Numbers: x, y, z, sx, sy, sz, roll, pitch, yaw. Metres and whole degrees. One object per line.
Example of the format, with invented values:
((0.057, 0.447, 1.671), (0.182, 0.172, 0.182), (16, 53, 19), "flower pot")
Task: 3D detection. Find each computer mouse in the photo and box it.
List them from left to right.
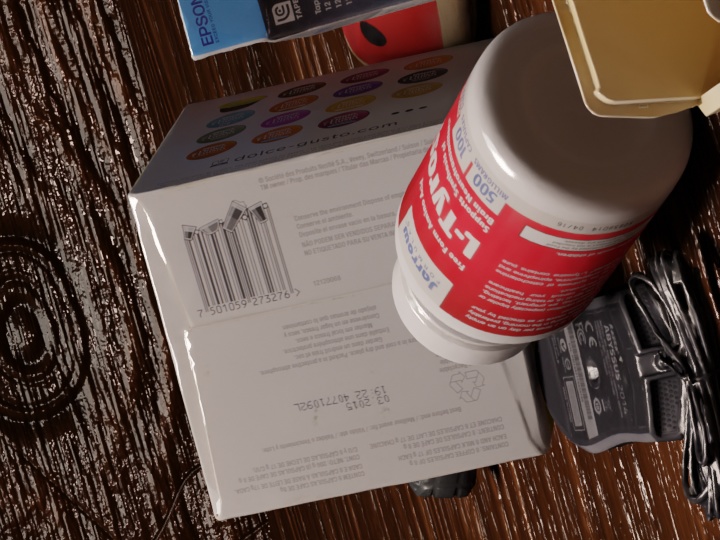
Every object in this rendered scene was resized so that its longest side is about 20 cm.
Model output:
((0.152, 0.053, 1.485), (0.200, 0.053, 0.139), (180, 77, -71), "computer mouse")

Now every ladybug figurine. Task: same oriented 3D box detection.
((0.022, -0.190, 1.731), (0.200, 0.072, 0.136), (84, 166, -48), "ladybug figurine")

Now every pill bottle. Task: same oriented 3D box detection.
((0.082, -0.033, 1.423), (0.200, 0.112, 0.112), (119, 135, -58), "pill bottle")

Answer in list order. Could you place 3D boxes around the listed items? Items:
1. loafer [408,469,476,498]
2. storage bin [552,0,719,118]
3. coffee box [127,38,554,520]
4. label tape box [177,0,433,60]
((0.047, 0.105, 2.134), (0.201, 0.068, 0.070), (-124, 38, -67), "loafer")
((0.126, -0.168, 1.111), (0.200, 0.094, 0.199), (140, 113, -79), "storage bin")
((0.000, 0.000, 1.649), (0.198, 0.199, 0.200), (-69, -34, -71), "coffee box")
((-0.016, -0.205, 1.535), (0.066, 0.200, 0.143), (-175, 69, -82), "label tape box")
